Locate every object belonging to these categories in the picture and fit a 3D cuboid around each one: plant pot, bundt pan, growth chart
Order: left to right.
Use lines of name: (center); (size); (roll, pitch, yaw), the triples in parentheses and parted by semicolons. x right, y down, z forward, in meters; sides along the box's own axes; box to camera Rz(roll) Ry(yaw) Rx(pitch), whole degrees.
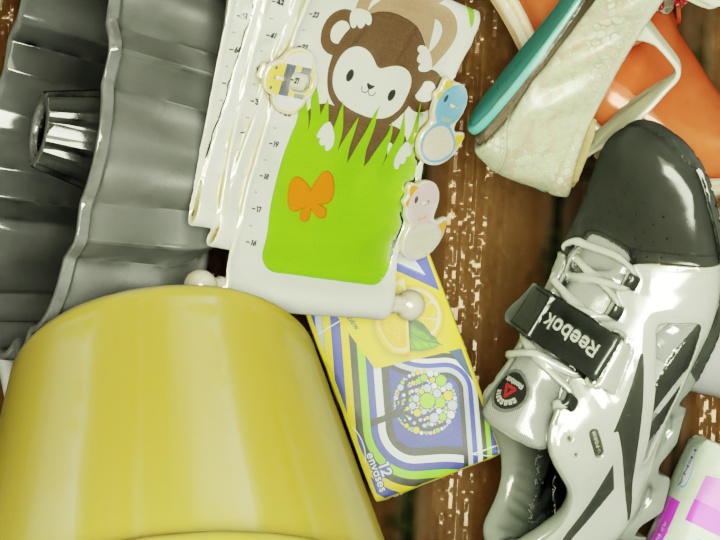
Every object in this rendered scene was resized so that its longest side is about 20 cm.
bundt pan: (-0.106, -0.056, 0.866); (0.075, 0.202, 0.204); (9, 88, -23)
plant pot: (-0.071, 0.118, 0.774); (0.199, 0.201, 0.190); (-9, 58, 3)
growth chart: (-0.008, -0.071, 0.808); (0.144, 0.018, 0.202); (-5, 111, -37)

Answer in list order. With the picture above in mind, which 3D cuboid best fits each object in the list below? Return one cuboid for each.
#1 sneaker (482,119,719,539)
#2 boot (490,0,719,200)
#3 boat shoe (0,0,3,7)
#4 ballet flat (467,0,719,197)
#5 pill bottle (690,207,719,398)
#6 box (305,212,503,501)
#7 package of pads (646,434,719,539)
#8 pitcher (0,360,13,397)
sneaker: (0.096, 0.038, 0.833); (0.074, 0.088, 0.202); (28, 119, 45)
boot: (0.117, -0.126, 0.885); (0.200, 0.075, 0.107); (52, 128, 3)
boat shoe: (-0.203, -0.125, 0.915); (0.073, 0.063, 0.201); (32, 102, -11)
ballet flat: (0.120, -0.115, 0.831); (0.062, 0.068, 0.201); (32, 119, -7)
pill bottle: (0.242, 0.033, 0.872); (0.198, 0.112, 0.113); (11, 88, 4)
box: (0.000, 0.000, 0.909); (0.064, 0.070, 0.202); (-21, 87, -2)
package of pads: (0.208, 0.187, 0.890); (0.199, 0.068, 0.156); (25, 89, 5)
pitcher: (-0.185, 0.108, 0.900); (0.199, 0.121, 0.172); (37, 78, 16)
